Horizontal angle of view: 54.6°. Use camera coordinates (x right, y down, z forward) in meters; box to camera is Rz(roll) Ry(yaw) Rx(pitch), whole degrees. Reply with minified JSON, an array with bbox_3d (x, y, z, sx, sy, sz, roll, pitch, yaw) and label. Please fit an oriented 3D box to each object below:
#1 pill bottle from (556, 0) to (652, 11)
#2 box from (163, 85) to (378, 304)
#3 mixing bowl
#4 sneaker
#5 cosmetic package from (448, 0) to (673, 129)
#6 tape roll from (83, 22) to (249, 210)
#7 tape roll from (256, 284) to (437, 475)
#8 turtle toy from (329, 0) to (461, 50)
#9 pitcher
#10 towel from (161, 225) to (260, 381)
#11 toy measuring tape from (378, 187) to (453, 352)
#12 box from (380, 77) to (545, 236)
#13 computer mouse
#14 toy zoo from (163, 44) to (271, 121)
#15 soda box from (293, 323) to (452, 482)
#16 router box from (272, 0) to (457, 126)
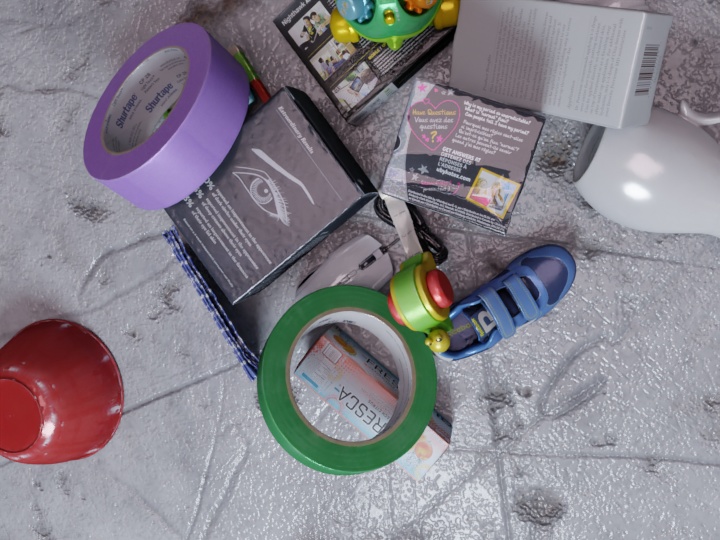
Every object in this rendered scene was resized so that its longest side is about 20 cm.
[{"bbox_3d":[0.238,-0.333,0.715,0.102,0.104,0.204,-16,94,13],"label":"pill bottle"},{"bbox_3d":[-0.101,-0.084,0.796,0.199,0.104,0.149,-37,89,13],"label":"box"},{"bbox_3d":[-0.427,0.175,0.918,0.196,0.108,0.205,2,99,11],"label":"mixing bowl"},{"bbox_3d":[0.159,0.044,0.794,0.199,0.082,0.075,-35,88,13],"label":"sneaker"},{"bbox_3d":[0.189,-0.211,0.689,0.198,0.071,0.103,25,119,38],"label":"cosmetic package"},{"bbox_3d":[-0.217,-0.172,0.776,0.197,0.065,0.204,-19,55,29],"label":"tape roll"},{"bbox_3d":[-0.014,0.120,0.771,0.196,0.048,0.205,6,70,-15],"label":"tape roll"},{"bbox_3d":[0.025,-0.328,0.707,0.143,0.101,0.204,-6,94,11],"label":"turtle toy"},{"bbox_3d":[0.337,-0.114,0.713,0.197,0.122,0.174,21,115,1],"label":"pitcher"},{"bbox_3d":[-0.173,0.044,0.838,0.024,0.145,0.202,-31,91,-13],"label":"towel"},{"bbox_3d":[0.052,-0.007,0.759,0.072,0.073,0.203,-22,77,13],"label":"toy measuring tape"},{"bbox_3d":[0.107,-0.117,0.722,0.130,0.200,0.117,19,99,8],"label":"box"},{"bbox_3d":[0.000,0.000,0.840,0.199,0.044,0.110,-39,90,14],"label":"computer mouse"},{"bbox_3d":[-0.147,-0.153,0.860,0.130,0.020,0.202,-33,91,14],"label":"toy zoo"},{"bbox_3d":[0.017,0.157,0.845,0.199,0.068,0.064,41,103,4],"label":"soda box"},{"bbox_3d":[0.020,-0.289,0.791,0.199,0.051,0.150,-38,87,13],"label":"router box"}]
